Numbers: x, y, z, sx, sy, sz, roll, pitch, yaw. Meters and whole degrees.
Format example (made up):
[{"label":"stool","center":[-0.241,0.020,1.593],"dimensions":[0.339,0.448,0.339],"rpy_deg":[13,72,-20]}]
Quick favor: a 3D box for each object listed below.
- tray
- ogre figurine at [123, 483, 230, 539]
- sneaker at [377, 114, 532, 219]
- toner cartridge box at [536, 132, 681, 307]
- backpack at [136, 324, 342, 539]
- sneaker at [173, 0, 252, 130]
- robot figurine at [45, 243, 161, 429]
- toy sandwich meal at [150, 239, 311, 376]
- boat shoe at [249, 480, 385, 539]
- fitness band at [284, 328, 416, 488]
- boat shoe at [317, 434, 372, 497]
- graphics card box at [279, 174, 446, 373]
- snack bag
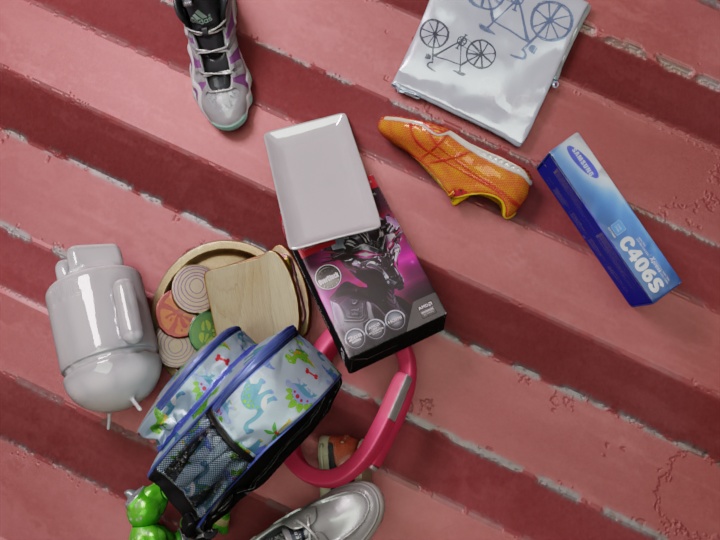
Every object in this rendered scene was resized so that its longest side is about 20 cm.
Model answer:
[{"label":"tray","center":[-0.046,-0.101,1.034],"dimensions":[0.105,0.022,0.203],"rpy_deg":[-13,49,-3]},{"label":"ogre figurine","center":[-0.207,0.321,1.027],"dimensions":[0.117,0.098,0.205],"rpy_deg":[-3,101,-16]},{"label":"sneaker","center":[0.104,-0.123,1.055],"dimensions":[0.197,0.073,0.078],"rpy_deg":[28,97,7]},{"label":"toner cartridge box","center":[0.280,-0.055,1.029],"dimensions":[0.043,0.095,0.202],"rpy_deg":[-33,86,-2]},{"label":"backpack","center":[-0.125,0.144,0.938],"dimensions":[0.200,0.183,0.147],"rpy_deg":[-43,88,6]},{"label":"sneaker","center":[-0.179,-0.272,1.041],"dimensions":[0.076,0.140,0.205],"rpy_deg":[-13,85,1]},{"label":"robot figurine","center":[-0.292,0.073,1.026],"dimensions":[0.111,0.169,0.204],"rpy_deg":[-6,71,-37]},{"label":"toy sandwich meal","center":[-0.154,0.056,1.051],"dimensions":[0.200,0.070,0.211],"rpy_deg":[0,86,2]},{"label":"boat shoe","center":[-0.065,0.290,0.971],"dimensions":[0.197,0.068,0.073],"rpy_deg":[-27,70,10]},{"label":"fitness band","center":[-0.015,0.147,1.021],"dimensions":[0.142,0.037,0.203],"rpy_deg":[19,76,37]},{"label":"boat shoe","center":[-0.025,0.292,1.029],"dimensions":[0.061,0.071,0.205],"rpy_deg":[3,83,15]},{"label":"graphics card box","center":[0.000,0.000,1.019],"dimensions":[0.123,0.051,0.203],"rpy_deg":[-21,66,-11]},{"label":"snack bag","center":[0.158,-0.270,1.087],"dimensions":[0.185,0.021,0.204],"rpy_deg":[25,87,5]}]
